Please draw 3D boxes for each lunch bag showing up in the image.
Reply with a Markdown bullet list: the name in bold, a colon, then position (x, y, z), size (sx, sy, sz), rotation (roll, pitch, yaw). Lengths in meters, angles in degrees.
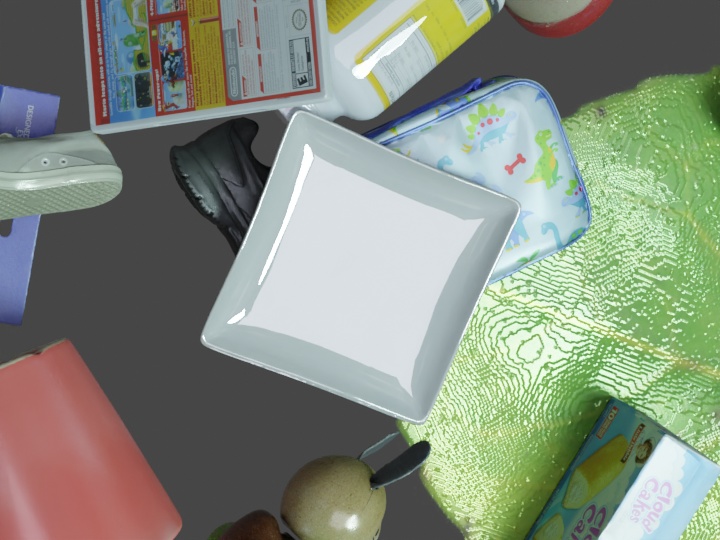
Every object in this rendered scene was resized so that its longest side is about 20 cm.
- **lunch bag**: position (0.082, -0.067, 1.017), size (0.200, 0.082, 0.161), rotation (-26, 105, -5)

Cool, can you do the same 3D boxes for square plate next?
- **square plate**: position (0.000, 0.000, 0.962), size (0.198, 0.028, 0.200), rotation (22, 98, -12)

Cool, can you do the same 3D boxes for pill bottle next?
- **pill bottle**: position (0.008, -0.192, 0.967), size (0.200, 0.112, 0.112), rotation (-40, 104, -1)

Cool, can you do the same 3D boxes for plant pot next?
- **plant pot**: position (-0.263, 0.159, 0.951), size (0.200, 0.200, 0.178), rotation (-21, 93, -6)

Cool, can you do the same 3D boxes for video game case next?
- **video game case**: position (-0.122, -0.188, 0.933), size (0.200, 0.017, 0.143), rotation (-5, 88, 18)

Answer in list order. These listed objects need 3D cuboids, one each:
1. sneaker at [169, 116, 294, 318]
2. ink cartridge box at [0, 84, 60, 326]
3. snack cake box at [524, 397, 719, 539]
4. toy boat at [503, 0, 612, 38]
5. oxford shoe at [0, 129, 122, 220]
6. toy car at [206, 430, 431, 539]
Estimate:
- **sneaker**: position (-0.071, -0.036, 1.003), size (0.091, 0.076, 0.200), rotation (-36, 106, -10)
- **ink cartridge box**: position (-0.355, -0.062, 0.960), size (0.200, 0.047, 0.198), rotation (10, 98, -10)
- **snack cake box**: position (0.218, 0.226, 1.076), size (0.067, 0.115, 0.200), rotation (30, 93, -13)
- **toy boat**: position (0.201, -0.272, 0.996), size (0.200, 0.130, 0.131), rotation (-52, 135, -2)
- **oxford shoe**: position (-0.283, -0.075, 0.934), size (0.200, 0.075, 0.058), rotation (-8, 70, -31)
- **toy car**: position (-0.015, 0.220, 1.021), size (0.158, 0.164, 0.200), rotation (43, 78, -14)
